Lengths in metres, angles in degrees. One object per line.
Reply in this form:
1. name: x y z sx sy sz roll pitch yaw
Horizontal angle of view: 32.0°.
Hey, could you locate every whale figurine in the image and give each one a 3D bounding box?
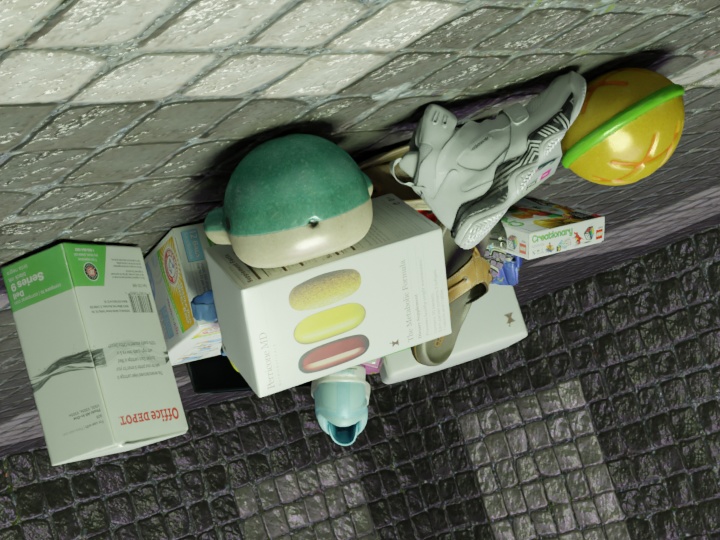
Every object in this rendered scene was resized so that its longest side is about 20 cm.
1. whale figurine: -0.067 -0.072 1.113 0.157 0.105 0.200 -16 -164 -10

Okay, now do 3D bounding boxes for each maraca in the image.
1. maraca: 0.262 -0.142 1.249 0.136 0.108 0.200 -29 175 14

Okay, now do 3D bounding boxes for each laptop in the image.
1. laptop: -0.165 0.088 1.570 0.185 0.118 0.199 -1 178 -32

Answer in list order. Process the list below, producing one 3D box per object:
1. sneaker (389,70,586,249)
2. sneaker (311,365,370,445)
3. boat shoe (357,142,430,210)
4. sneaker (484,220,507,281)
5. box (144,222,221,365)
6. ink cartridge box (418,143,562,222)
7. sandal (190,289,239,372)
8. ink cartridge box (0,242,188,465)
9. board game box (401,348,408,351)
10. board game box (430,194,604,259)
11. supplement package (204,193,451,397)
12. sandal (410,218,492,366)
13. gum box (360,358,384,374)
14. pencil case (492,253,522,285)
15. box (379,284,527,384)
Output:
1. sneaker: 0.118 -0.128 1.158 0.201 0.115 0.075 -52 179 -12
2. sneaker: -0.026 0.164 1.459 0.073 0.083 0.200 2 166 4
3. boat shoe: 0.061 -0.093 1.248 0.197 0.074 0.063 -18 175 4
4. sneaker: 0.100 -0.013 1.476 0.077 0.091 0.200 14 142 -25
5. box: -0.175 0.026 1.378 0.100 0.114 0.200 -11 169 -28
6. ink cartridge box: 0.142 -0.091 1.378 0.173 0.044 0.200 -38 172 -1
7. sandal: -0.101 -0.003 1.240 0.086 0.202 0.079 28 178 -17
8. ink cartridge box: -0.261 0.082 1.247 0.083 0.203 0.146 -19 172 19
9. board game box: 0.000 0.000 1.339 0.133 0.203 0.029 -16 -157 -13
10. board game box: 0.183 -0.061 1.532 0.125 0.035 0.199 -13 -159 -34
11. supplement package: -0.030 0.020 1.169 0.198 0.115 0.109 -18 -153 -19
12. sandal: 0.103 0.018 1.324 0.081 0.202 0.054 -3 -153 -41
13. gum box: 0.014 0.023 1.458 0.065 0.203 0.114 15 173 5
14. pencil case: 0.114 -0.021 1.597 0.197 0.079 0.087 1 -177 0
15. box: 0.099 0.032 1.718 0.196 0.203 0.171 -17 174 -3
